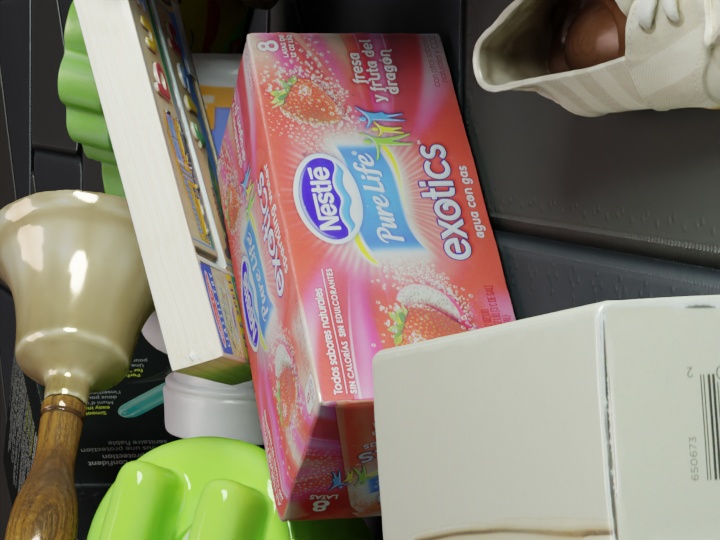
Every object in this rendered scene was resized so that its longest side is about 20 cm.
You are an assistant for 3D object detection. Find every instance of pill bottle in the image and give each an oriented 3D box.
[{"bbox_3d":[-0.062,-0.013,1.091,0.112,0.112,0.201,-156,67,-71],"label":"pill bottle"}]

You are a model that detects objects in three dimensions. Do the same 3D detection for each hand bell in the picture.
[{"bbox_3d":[-0.142,0.072,0.966,0.104,0.104,0.201,114,164,-54],"label":"hand bell"}]

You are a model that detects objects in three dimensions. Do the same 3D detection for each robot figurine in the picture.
[{"bbox_3d":[-0.057,0.145,0.976,0.200,0.175,0.116,42,-122,-67],"label":"robot figurine"}]

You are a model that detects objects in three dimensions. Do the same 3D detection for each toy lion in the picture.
[{"bbox_3d":[-0.111,-0.112,1.155,0.192,0.068,0.201,-42,-37,-59],"label":"toy lion"}]

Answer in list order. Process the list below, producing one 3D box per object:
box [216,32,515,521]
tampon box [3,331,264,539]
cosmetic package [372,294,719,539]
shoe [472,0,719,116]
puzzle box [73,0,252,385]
[{"bbox_3d":[0.000,0.000,0.915,0.103,0.094,0.201,109,154,-53],"label":"box"},{"bbox_3d":[-0.130,0.120,1.250,0.200,0.149,0.127,-116,31,-55],"label":"tampon box"},{"bbox_3d":[0.081,0.051,0.639,0.200,0.103,0.073,156,112,-73],"label":"cosmetic package"},{"bbox_3d":[0.093,-0.085,0.678,0.200,0.053,0.070,161,108,-72],"label":"shoe"},{"bbox_3d":[-0.087,-0.048,0.958,0.133,0.025,0.201,32,-138,-80],"label":"puzzle box"}]
